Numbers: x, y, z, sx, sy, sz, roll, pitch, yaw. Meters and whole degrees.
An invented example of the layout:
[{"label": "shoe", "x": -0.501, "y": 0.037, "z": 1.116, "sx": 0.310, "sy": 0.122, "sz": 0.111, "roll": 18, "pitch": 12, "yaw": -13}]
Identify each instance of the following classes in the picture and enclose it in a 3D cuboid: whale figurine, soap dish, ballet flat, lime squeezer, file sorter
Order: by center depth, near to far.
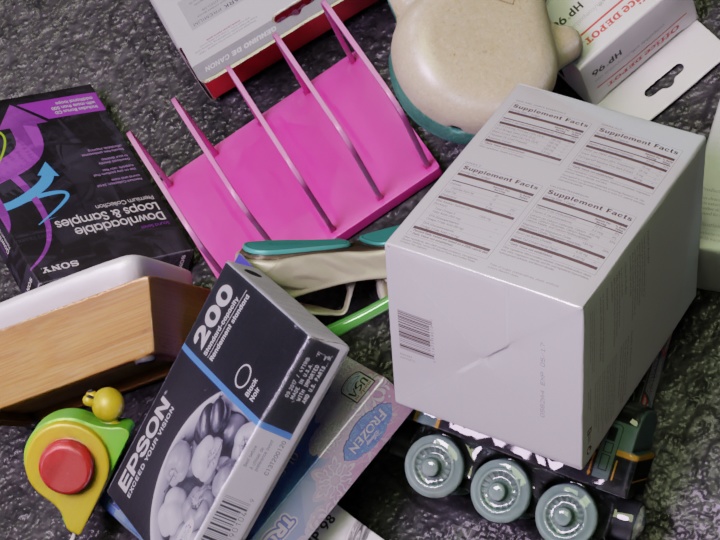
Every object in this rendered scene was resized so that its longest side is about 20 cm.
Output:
[{"label": "lime squeezer", "x": -0.056, "y": 0.056, "z": 1.581, "sx": 0.199, "sy": 0.071, "sz": 0.038, "roll": -13, "pitch": 101, "yaw": 42}, {"label": "whale figurine", "x": 0.092, "y": -0.189, "z": 1.643, "sx": 0.158, "sy": 0.104, "sz": 0.201, "roll": 16, "pitch": 66, "yaw": -5}, {"label": "soap dish", "x": -0.221, "y": 0.060, "z": 1.647, "sx": 0.199, "sy": 0.157, "sz": 0.082, "roll": -20, "pitch": 80, "yaw": 12}, {"label": "ballet flat", "x": 0.000, "y": 0.000, "z": 1.653, "sx": 0.199, "sy": 0.070, "sz": 0.070, "roll": -7, "pitch": 62, "yaw": -10}, {"label": "file sorter", "x": -0.065, "y": -0.097, "z": 1.688, "sx": 0.200, "sy": 0.125, "sz": 0.139, "roll": -34, "pitch": 61, "yaw": 0}]

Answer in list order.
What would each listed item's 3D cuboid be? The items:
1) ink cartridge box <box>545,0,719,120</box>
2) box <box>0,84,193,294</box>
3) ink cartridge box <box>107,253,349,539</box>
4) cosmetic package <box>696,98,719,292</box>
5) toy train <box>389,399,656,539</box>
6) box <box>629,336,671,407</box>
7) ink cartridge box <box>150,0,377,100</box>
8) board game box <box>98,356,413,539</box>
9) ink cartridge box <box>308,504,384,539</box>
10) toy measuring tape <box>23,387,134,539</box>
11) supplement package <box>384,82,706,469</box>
[{"label": "ink cartridge box", "x": 0.187, "y": -0.216, "z": 1.699, "sx": 0.116, "sy": 0.068, "sz": 0.200, "roll": -40, "pitch": 62, "yaw": -3}, {"label": "box", "x": -0.243, "y": -0.064, "z": 1.737, "sx": 0.142, "sy": 0.036, "sz": 0.200, "roll": -14, "pitch": 56, "yaw": -32}, {"label": "ink cartridge box", "x": -0.109, "y": 0.099, "z": 1.527, "sx": 0.199, "sy": 0.043, "sz": 0.200, "roll": -62, "pitch": 32, "yaw": 6}, {"label": "cosmetic package", "x": 0.318, "y": -0.081, "z": 1.590, "sx": 0.112, "sy": 0.081, "sz": 0.201, "roll": 14, "pitch": 70, "yaw": 22}, {"label": "toy train", "x": 0.120, "y": 0.126, "z": 1.538, "sx": 0.199, "sy": 0.085, "sz": 0.115, "roll": 19, "pitch": 93, "yaw": 21}, {"label": "box", "x": 0.174, "y": 0.012, "z": 1.613, "sx": 0.136, "sy": 0.040, "sz": 0.201, "roll": 11, "pitch": 70, "yaw": 22}, {"label": "ink cartridge box", "x": -0.070, "y": -0.241, "z": 1.774, "sx": 0.199, "sy": 0.084, "sz": 0.176, "roll": -30, "pitch": 56, "yaw": 2}, {"label": "board game box", "x": -0.082, "y": 0.137, "z": 1.580, "sx": 0.200, "sy": 0.043, "sz": 0.199, "roll": -50, "pitch": 33, "yaw": -9}, {"label": "ink cartridge box", "x": -0.030, "y": 0.236, "z": 1.555, "sx": 0.200, "sy": 0.067, "sz": 0.116, "roll": 34, "pitch": 79, "yaw": 28}, {"label": "toy measuring tape", "x": -0.235, "y": 0.173, "z": 1.613, "sx": 0.073, "sy": 0.073, "sz": 0.201, "roll": 34, "pitch": 105, "yaw": 27}, {"label": "supplement package", "x": 0.131, "y": 0.000, "z": 1.483, "sx": 0.150, "sy": 0.152, "sz": 0.200, "roll": 19, "pitch": 46, "yaw": 24}]
